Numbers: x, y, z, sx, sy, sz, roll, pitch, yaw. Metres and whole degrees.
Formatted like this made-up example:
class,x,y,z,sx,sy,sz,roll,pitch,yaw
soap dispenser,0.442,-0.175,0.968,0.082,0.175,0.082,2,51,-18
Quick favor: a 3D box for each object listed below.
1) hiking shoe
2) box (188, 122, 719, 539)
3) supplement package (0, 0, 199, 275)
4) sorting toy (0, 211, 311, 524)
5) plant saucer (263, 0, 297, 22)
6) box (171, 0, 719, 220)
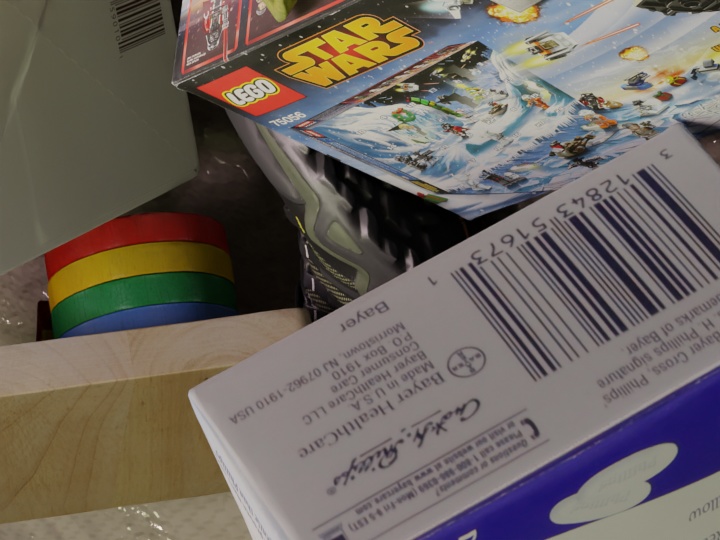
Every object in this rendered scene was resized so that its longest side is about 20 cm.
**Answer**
class,x,y,z,sx,sy,sz,roll,pitch,yaw
hiking shoe,0.000,0.000,0.960,0.101,0.076,0.200,-24,109,43
box,0.067,0.088,0.859,0.105,0.184,0.200,54,169,44
supplement package,-0.190,-0.086,0.952,0.200,0.151,0.152,3,111,35
sorting toy,-0.129,0.040,1.010,0.200,0.198,0.070,113,148,-70
plant saucer,-0.055,-0.208,0.772,0.200,0.048,0.200,57,166,30
box,0.055,-0.078,0.827,0.137,0.040,0.200,23,152,-37
